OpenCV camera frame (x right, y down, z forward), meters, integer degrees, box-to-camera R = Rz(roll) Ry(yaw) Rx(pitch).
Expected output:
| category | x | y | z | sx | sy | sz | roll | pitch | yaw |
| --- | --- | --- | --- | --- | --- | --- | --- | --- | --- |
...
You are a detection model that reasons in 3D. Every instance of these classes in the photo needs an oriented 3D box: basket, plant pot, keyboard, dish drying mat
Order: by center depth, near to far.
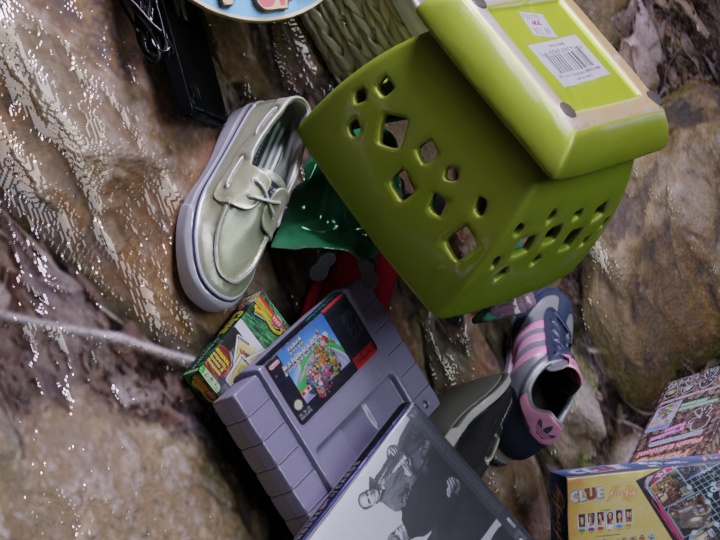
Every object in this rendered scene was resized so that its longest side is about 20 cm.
| category | x | y | z | sx | sy | sz | roll | pitch | yaw |
| --- | --- | --- | --- | --- | --- | --- | --- | --- | --- |
| plant pot | 0.108 | -0.107 | 1.380 | 0.200 | 0.182 | 0.199 | -17 | 64 | -51 |
| keyboard | -0.161 | -0.208 | 1.390 | 0.104 | 0.039 | 0.201 | 16 | 56 | -69 |
| dish drying mat | 0.000 | 0.000 | 1.471 | 0.077 | 0.018 | 0.200 | 45 | 44 | -27 |
| basket | 0.012 | -0.271 | 1.531 | 0.136 | 0.123 | 0.201 | -38 | 102 | -50 |

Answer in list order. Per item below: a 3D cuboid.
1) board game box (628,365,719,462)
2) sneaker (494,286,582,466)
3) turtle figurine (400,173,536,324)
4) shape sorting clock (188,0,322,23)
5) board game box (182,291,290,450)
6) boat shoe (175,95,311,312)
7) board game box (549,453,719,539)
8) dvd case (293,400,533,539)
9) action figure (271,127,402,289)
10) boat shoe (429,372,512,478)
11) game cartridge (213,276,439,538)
| category | x | y | z | sx | sy | sz | roll | pitch | yaw |
| --- | --- | --- | --- | --- | --- | --- | --- | --- | --- |
| board game box | 0.342 | 0.212 | 1.689 | 0.160 | 0.097 | 0.200 | 53 | 41 | -15 |
| sneaker | 0.169 | 0.085 | 1.569 | 0.070 | 0.082 | 0.200 | 44 | 45 | -24 |
| turtle figurine | 0.105 | -0.058 | 1.549 | 0.150 | 0.100 | 0.201 | -13 | 90 | -58 |
| shape sorting clock | -0.088 | -0.291 | 1.386 | 0.199 | 0.039 | 0.201 | 2 | 86 | -27 |
| board game box | -0.046 | 0.123 | 1.360 | 0.200 | 0.023 | 0.105 | 53 | 39 | -16 |
| boat shoe | -0.088 | -0.060 | 1.367 | 0.072 | 0.062 | 0.201 | 37 | 48 | -31 |
| board game box | 0.260 | 0.232 | 1.540 | 0.199 | 0.035 | 0.136 | -3 | 94 | -20 |
| dvd case | 0.027 | 0.217 | 1.302 | 0.150 | 0.025 | 0.200 | 50 | 57 | -13 |
| action figure | -0.007 | -0.070 | 1.453 | 0.118 | 0.055 | 0.200 | 11 | 43 | -6 |
| boat shoe | 0.081 | 0.142 | 1.442 | 0.061 | 0.074 | 0.200 | 64 | 27 | -9 |
| game cartridge | -0.021 | 0.099 | 1.358 | 0.200 | 0.038 | 0.130 | -43 | 109 | -50 |
